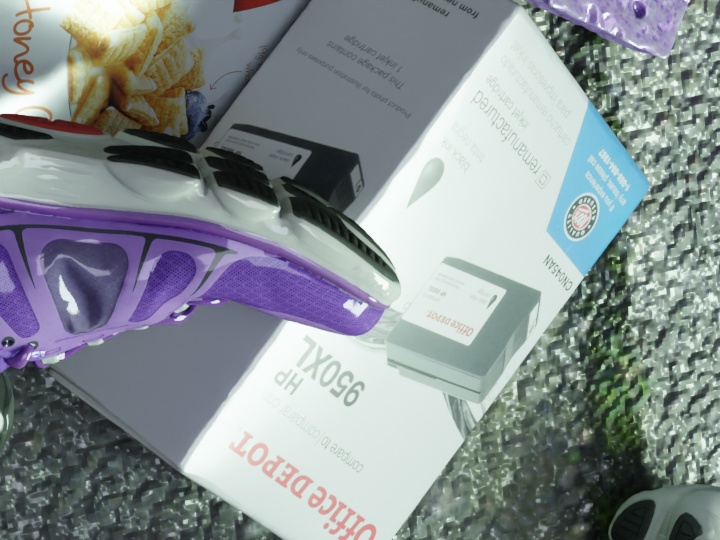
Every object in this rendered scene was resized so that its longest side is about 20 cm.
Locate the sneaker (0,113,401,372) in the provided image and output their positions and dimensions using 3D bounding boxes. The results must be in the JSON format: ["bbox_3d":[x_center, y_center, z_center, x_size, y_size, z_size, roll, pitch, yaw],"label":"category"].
[{"bbox_3d":[-0.087,-0.003,0.664,0.200,0.081,0.084,9,102,-8],"label":"sneaker"}]

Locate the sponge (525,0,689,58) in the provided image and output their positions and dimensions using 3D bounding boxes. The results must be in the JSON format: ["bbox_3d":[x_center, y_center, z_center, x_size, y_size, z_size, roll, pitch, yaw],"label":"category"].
[{"bbox_3d":[0.114,-0.199,0.844,0.111,0.030,0.200,22,91,-24],"label":"sponge"}]

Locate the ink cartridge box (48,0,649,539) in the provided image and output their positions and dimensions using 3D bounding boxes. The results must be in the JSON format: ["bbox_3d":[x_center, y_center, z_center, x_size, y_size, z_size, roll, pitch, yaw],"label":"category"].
[{"bbox_3d":[0.000,0.000,0.777,0.200,0.084,0.145,-53,143,-5],"label":"ink cartridge box"}]

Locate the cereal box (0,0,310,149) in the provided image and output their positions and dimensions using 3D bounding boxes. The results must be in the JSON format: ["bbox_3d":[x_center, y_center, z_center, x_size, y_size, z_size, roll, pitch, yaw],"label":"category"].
[{"bbox_3d":[-0.108,-0.068,0.727,0.200,0.040,0.144,-18,128,-30],"label":"cereal box"}]

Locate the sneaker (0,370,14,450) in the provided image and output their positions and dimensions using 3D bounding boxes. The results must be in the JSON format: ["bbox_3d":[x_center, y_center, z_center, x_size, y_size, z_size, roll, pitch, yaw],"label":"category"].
[{"bbox_3d":[-0.210,0.038,0.659,0.200,0.079,0.074,11,111,-15],"label":"sneaker"}]

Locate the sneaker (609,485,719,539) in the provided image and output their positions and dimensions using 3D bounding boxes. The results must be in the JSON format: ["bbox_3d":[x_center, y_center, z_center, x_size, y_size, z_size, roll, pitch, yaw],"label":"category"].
[{"bbox_3d":[0.140,0.194,0.900,0.083,0.081,0.200,11,99,-36],"label":"sneaker"}]
